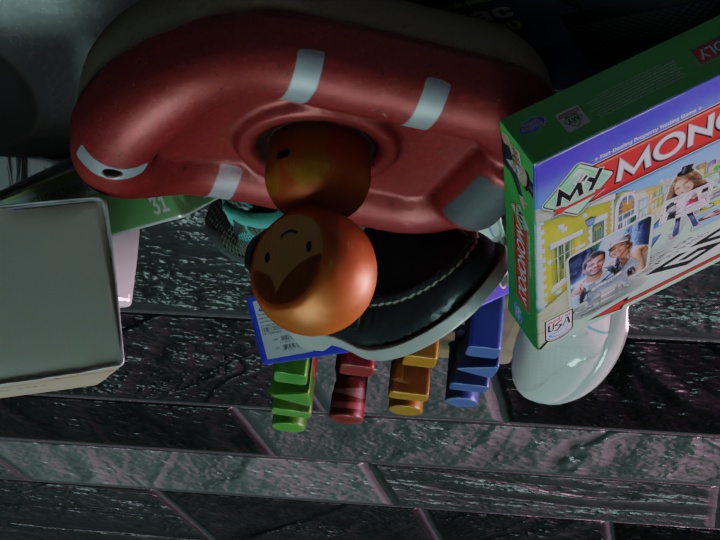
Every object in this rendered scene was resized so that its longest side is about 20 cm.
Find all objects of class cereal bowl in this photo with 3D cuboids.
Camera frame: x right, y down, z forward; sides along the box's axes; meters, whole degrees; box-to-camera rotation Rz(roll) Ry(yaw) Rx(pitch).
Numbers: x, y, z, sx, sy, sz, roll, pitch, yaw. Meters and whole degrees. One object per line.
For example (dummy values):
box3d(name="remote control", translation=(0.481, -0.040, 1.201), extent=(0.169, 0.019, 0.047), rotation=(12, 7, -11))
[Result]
box3d(name="cereal bowl", translation=(-0.178, -0.115, 0.808), extent=(0.199, 0.084, 0.200), rotation=(8, 147, 5))

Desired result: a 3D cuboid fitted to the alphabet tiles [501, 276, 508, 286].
box3d(name="alphabet tiles", translation=(0.165, -0.031, 0.986), extent=(0.199, 0.006, 0.166), rotation=(-13, 168, -21))

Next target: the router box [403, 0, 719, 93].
box3d(name="router box", translation=(0.076, -0.129, 0.754), extent=(0.199, 0.062, 0.150), rotation=(-10, 154, 25))

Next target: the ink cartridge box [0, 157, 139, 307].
box3d(name="ink cartridge box", translation=(-0.252, -0.027, 1.077), extent=(0.146, 0.085, 0.200), rotation=(-4, 169, 43))

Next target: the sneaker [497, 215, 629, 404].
box3d(name="sneaker", translation=(0.097, -0.010, 0.865), extent=(0.080, 0.071, 0.201), rotation=(-1, 137, -17))

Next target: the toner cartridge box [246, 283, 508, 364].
box3d(name="toner cartridge box", translation=(0.031, 0.007, 1.058), extent=(0.095, 0.043, 0.200), rotation=(-9, -173, 35))

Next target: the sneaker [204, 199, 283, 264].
box3d(name="sneaker", translation=(-0.048, -0.045, 1.012), extent=(0.091, 0.078, 0.200), rotation=(16, 166, -30))

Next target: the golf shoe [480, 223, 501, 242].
box3d(name="golf shoe", translation=(0.076, -0.076, 0.929), extent=(0.097, 0.079, 0.200), rotation=(23, 146, -25))

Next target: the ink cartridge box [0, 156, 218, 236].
box3d(name="ink cartridge box", translation=(-0.136, -0.035, 0.881), extent=(0.145, 0.048, 0.200), rotation=(-13, -165, 48))

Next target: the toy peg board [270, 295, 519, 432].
box3d(name="toy peg board", translation=(0.019, 0.058, 1.272), extent=(0.198, 0.098, 0.200), rotation=(7, 161, -1))

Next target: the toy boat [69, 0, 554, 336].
box3d(name="toy boat", translation=(-0.020, -0.037, 0.729), extent=(0.199, 0.131, 0.131), rotation=(10, 155, -19))

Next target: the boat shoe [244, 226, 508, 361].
box3d(name="boat shoe", translation=(0.000, 0.000, 0.866), extent=(0.060, 0.076, 0.200), rotation=(49, 153, -15))

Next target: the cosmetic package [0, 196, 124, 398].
box3d(name="cosmetic package", translation=(-0.165, 0.019, 0.800), extent=(0.103, 0.073, 0.200), rotation=(-7, 177, -11))

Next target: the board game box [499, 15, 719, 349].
box3d(name="board game box", translation=(0.153, -0.054, 0.751), extent=(0.200, 0.029, 0.135), rotation=(-26, 147, -11))
